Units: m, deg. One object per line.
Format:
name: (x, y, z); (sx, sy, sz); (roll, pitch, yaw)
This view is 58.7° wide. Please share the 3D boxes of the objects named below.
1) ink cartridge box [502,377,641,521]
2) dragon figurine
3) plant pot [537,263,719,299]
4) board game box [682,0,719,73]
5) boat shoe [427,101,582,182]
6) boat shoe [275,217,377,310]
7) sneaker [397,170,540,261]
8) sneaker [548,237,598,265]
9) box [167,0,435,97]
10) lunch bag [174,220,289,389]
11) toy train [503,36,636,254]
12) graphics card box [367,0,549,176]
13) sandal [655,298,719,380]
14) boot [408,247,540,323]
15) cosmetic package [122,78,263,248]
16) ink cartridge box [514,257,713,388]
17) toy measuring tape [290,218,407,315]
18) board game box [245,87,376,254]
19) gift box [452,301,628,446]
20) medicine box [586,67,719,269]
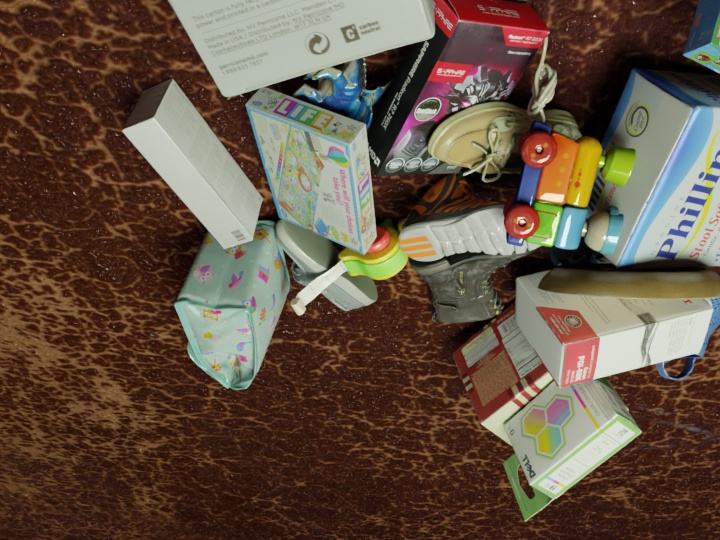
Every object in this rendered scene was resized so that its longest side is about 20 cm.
ink cartridge box: (0.256, 0.225, 0.849); (0.059, 0.104, 0.200); (32, 112, -26)
dragon figurine: (-0.007, -0.186, 0.689); (0.099, 0.059, 0.200); (37, 152, -20)
plant pot: (0.302, 0.009, 0.718); (0.199, 0.200, 0.028); (0, 95, 5)
board game box: (0.402, -0.230, 0.584); (0.200, 0.152, 0.037); (19, 175, -16)
boat shoe: (0.169, -0.138, 0.702); (0.200, 0.063, 0.073); (-9, 148, -23)
boat shoe: (-0.060, 0.001, 0.916); (0.071, 0.070, 0.201); (-30, 130, 26)
sneaker: (0.144, -0.079, 0.779); (0.200, 0.112, 0.078); (-3, 136, 28)
sneaker: (0.260, -0.054, 0.789); (0.074, 0.082, 0.200); (-12, 153, 21)
box: (-0.058, -0.289, 0.530); (0.199, 0.172, 0.200); (-11, 136, 16)
lunch bag: (-0.171, 0.051, 0.906); (0.122, 0.171, 0.200); (6, 139, 7)
toy train: (0.214, -0.116, 0.627); (0.115, 0.085, 0.201); (12, 106, 8)
graphics card box: (0.094, -0.188, 0.680); (0.125, 0.051, 0.200); (-8, 147, -34)
sandal: (0.499, 0.095, 0.962); (0.079, 0.087, 0.200); (12, 135, -6)
boot: (0.175, 0.009, 0.921); (0.200, 0.069, 0.174); (-12, 140, 22)
cosmetic package: (-0.198, -0.125, 0.786); (0.051, 0.083, 0.200); (-14, 134, 22)
ink cartridge box: (0.326, 0.058, 0.848); (0.199, 0.147, 0.083); (-12, 126, -6)
toy measuring tape: (0.000, 0.000, 0.851); (0.200, 0.074, 0.074); (-39, 133, -11)
board game box: (-0.052, -0.111, 0.756); (0.134, 0.034, 0.200); (25, 153, 19)
gift box: (0.277, 0.161, 0.988); (0.184, 0.200, 0.187); (-40, 119, 21)
medicine box: (0.357, -0.104, 0.682); (0.199, 0.103, 0.183); (-3, 127, -21)
